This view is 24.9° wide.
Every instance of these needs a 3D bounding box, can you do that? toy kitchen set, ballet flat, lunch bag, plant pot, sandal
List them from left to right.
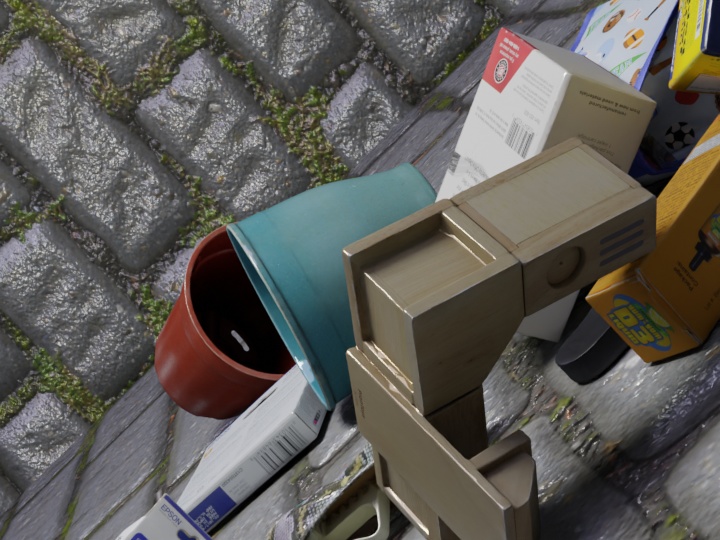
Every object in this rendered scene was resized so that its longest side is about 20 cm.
[{"bbox_3d":[-0.148,0.076,1.953,0.201,0.200,0.195,-50,2,-37],"label":"plant pot"},{"bbox_3d":[0.000,0.000,1.570,0.187,0.201,0.200,-29,7,-7],"label":"plant pot"},{"bbox_3d":[0.019,0.161,1.184,0.200,0.072,0.072,-43,9,8],"label":"ballet flat"},{"bbox_3d":[0.110,0.071,0.981,0.179,0.202,0.163,-26,43,-20],"label":"toy kitchen set"},{"bbox_3d":[0.230,-0.135,1.335,0.201,0.124,0.170,-56,15,-26],"label":"lunch bag"},{"bbox_3d":[0.203,-0.008,1.143,0.200,0.043,0.076,-48,10,-21],"label":"sandal"}]

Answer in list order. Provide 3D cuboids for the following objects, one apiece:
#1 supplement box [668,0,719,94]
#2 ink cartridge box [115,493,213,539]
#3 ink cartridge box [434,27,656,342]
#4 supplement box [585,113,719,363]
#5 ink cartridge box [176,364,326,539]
[{"bbox_3d":[0.282,-0.184,1.123,0.200,0.107,0.111,13,-95,-86],"label":"supplement box"},{"bbox_3d":[-0.204,0.299,1.404,0.200,0.100,0.039,-47,8,-21],"label":"ink cartridge box"},{"bbox_3d":[0.130,-0.067,1.260,0.147,0.082,0.202,-126,54,-63],"label":"ink cartridge box"},{"bbox_3d":[0.230,-0.034,1.065,0.200,0.067,0.069,-49,10,-31],"label":"supplement box"},{"bbox_3d":[-0.107,0.180,1.704,0.196,0.043,0.200,-43,7,19],"label":"ink cartridge box"}]
